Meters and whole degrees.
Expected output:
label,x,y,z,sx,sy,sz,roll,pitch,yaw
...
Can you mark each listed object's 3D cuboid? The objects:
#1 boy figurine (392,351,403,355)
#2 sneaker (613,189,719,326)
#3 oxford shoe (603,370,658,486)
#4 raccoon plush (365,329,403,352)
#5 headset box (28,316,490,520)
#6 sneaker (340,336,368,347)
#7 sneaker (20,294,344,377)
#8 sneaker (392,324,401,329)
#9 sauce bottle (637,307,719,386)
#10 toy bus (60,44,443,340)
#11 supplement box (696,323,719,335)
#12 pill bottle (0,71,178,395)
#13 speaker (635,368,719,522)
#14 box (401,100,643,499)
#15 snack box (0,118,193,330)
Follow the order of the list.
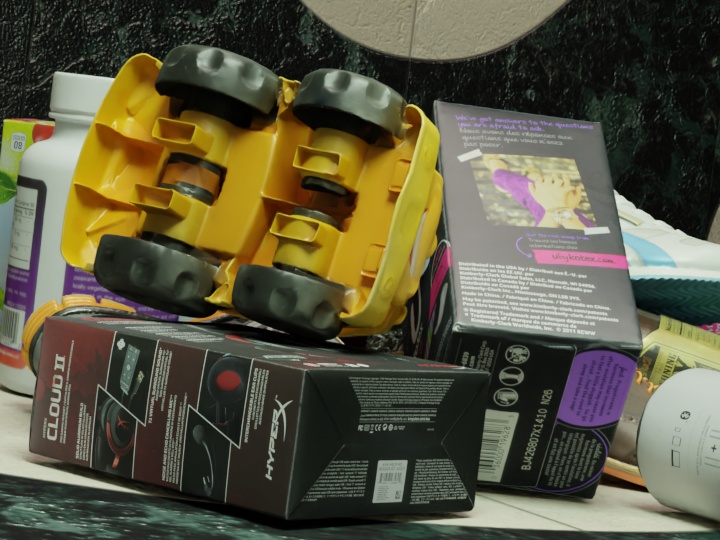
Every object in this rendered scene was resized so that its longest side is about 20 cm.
label,x,y,z,sx,sy,sz,roll,pitch,yaw
boy figurine,0.026,0.071,1.527,0.200,0.065,0.124,0,4,-43
sneaker,0.160,-0.014,1.481,0.200,0.081,0.077,7,-26,11
oxford shoe,0.165,0.089,1.395,0.200,0.073,0.071,7,4,-5
raccoon plush,0.070,0.032,1.657,0.200,0.134,0.097,6,2,-20
headset box,-0.059,0.070,1.192,0.200,0.075,0.149,9,3,40
sneaker,0.014,0.054,1.764,0.200,0.081,0.088,-4,9,-28
sneaker,-0.097,0.063,1.382,0.200,0.078,0.077,3,17,-15
sneaker,0.000,0.000,1.515,0.200,0.079,0.075,0,4,-31
sauce bottle,0.181,0.060,1.451,0.200,0.065,0.065,18,3,2
toy bus,-0.029,-0.019,1.268,0.200,0.136,0.192,11,-14,32
supplement box,0.256,0.063,1.569,0.200,0.101,0.103,5,-24,-18
pill bottle,-0.164,-0.021,1.485,0.111,0.200,0.111,7,4,-1
speaker,0.237,0.104,1.223,0.081,0.081,0.200,5,3,-35
box,0.084,0.014,1.325,0.106,0.122,0.200,7,39,-8
snack box,-0.144,-0.006,1.573,0.200,0.169,0.068,9,6,11
